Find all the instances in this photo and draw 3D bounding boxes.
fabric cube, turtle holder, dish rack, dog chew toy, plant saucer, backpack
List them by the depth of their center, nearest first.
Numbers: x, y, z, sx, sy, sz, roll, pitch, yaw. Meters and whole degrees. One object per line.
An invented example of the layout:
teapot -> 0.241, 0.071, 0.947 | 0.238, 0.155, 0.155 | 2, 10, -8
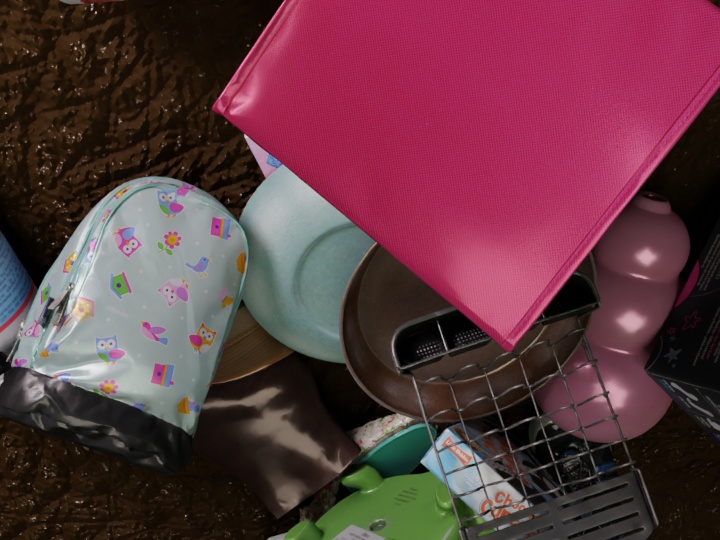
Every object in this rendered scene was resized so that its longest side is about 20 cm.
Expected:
fabric cube -> 0.067, -0.107, 0.599 | 0.198, 0.200, 0.197 | 37, 101, 2
dish rack -> 0.118, 0.117, 0.726 | 0.151, 0.055, 0.203 | -18, 77, -2
backpack -> -0.160, 0.034, 0.761 | 0.165, 0.126, 0.203 | 27, 73, -27
plant saucer -> 0.078, 0.024, 0.776 | 0.197, 0.035, 0.203 | -6, 123, -9
plant saucer -> 0.000, 0.000, 0.794 | 0.197, 0.039, 0.204 | -2, 121, -3
dog chew toy -> 0.208, 0.035, 0.839 | 0.122, 0.125, 0.203 | 8, 113, -9
turtle holder -> 0.033, 0.238, 0.855 | 0.139, 0.186, 0.134 | -10, 110, 24

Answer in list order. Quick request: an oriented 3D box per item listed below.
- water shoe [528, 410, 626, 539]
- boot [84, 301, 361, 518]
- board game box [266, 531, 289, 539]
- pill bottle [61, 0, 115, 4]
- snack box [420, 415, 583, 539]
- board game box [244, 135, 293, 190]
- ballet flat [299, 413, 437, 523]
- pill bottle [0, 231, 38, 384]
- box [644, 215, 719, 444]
water shoe -> 0.214, 0.212, 0.964 | 0.071, 0.079, 0.202 | -22, 120, 8
boot -> -0.119, 0.144, 0.872 | 0.199, 0.072, 0.167 | -35, 94, 7
board game box -> 0.005, 0.296, 0.977 | 0.197, 0.026, 0.202 | -12, 133, -18
pill bottle -> -0.100, -0.232, 0.653 | 0.196, 0.111, 0.112 | -5, 121, -1
snack box -> 0.121, 0.172, 0.846 | 0.116, 0.200, 0.037 | 41, 97, 14
board game box -> 0.040, -0.066, 0.805 | 0.197, 0.041, 0.201 | -23, 120, 8
ballet flat -> -0.004, 0.183, 0.936 | 0.075, 0.064, 0.201 | 15, 121, -36
pill bottle -> -0.311, 0.009, 0.780 | 0.107, 0.109, 0.202 | -20, 120, 7
box -> 0.331, 0.033, 0.785 | 0.132, 0.114, 0.202 | 38, 76, -33
